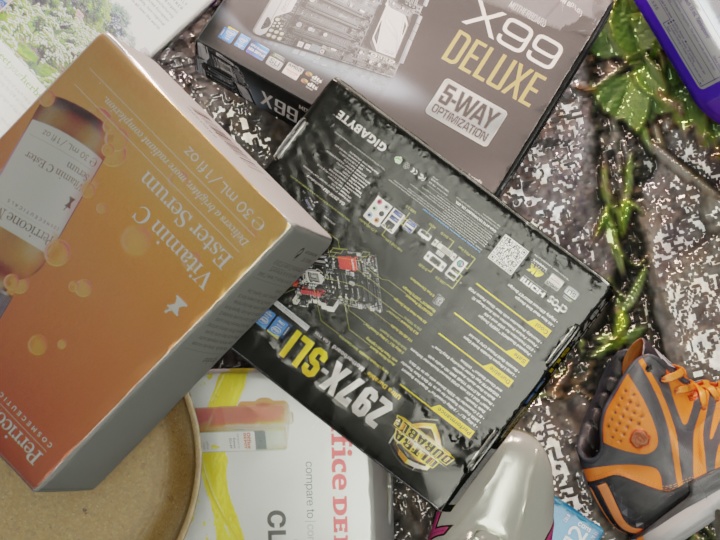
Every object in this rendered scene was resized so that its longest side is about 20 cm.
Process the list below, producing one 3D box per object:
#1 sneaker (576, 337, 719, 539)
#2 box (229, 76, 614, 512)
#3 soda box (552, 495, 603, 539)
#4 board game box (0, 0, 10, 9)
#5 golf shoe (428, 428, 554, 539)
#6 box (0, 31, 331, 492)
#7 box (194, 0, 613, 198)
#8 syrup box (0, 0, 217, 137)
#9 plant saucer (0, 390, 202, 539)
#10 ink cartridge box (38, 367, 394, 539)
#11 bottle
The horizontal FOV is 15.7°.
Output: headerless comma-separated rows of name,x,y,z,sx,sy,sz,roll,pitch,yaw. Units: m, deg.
sneaker,0.220,0.075,1.591,0.200,0.078,0.112,-36,94,-5
box,0.017,0.013,1.466,0.200,0.049,0.160,37,93,8
soda box,0.062,0.220,1.580,0.068,0.064,0.200,34,86,-4
board game box,-0.205,-0.050,1.564,0.134,0.045,0.200,-38,93,-5
golf shoe,0.066,0.188,1.503,0.073,0.092,0.200,20,86,-4
box,-0.143,-0.001,1.414,0.152,0.106,0.200,44,94,10
box,0.026,-0.139,1.548,0.200,0.050,0.158,30,70,7
syrup box,-0.171,-0.127,1.505,0.200,0.081,0.079,-44,95,-9
plant saucer,-0.184,0.107,1.490,0.200,0.035,0.200,0,89,10
ink cartridge box,-0.084,0.129,1.537,0.200,0.083,0.145,-2,88,6
bottle,0.233,-0.133,1.595,0.084,0.065,0.200,-32,93,-36
